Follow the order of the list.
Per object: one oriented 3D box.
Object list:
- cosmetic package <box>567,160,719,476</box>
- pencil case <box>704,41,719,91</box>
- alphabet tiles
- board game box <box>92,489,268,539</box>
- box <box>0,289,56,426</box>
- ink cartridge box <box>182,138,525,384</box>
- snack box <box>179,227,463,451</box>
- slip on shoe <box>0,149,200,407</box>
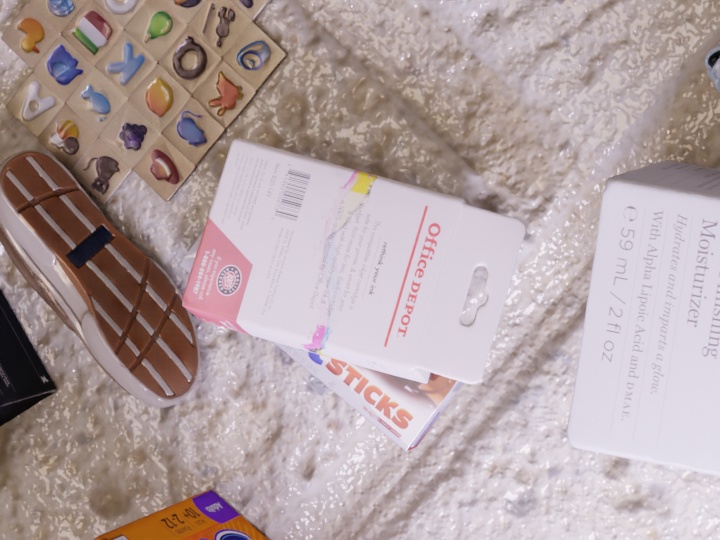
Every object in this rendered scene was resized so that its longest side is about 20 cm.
[{"bbox_3d":[0.247,0.034,1.584,0.199,0.165,0.166,10,99,18],"label":"cosmetic package"},{"bbox_3d":[0.297,-0.169,1.593,0.091,0.083,0.200,37,105,-11],"label":"pencil case"},{"bbox_3d":[-0.148,-0.151,1.787,0.166,0.006,0.200,43,106,10],"label":"alphabet tiles"},{"bbox_3d":[-0.116,0.293,1.710,0.200,0.200,0.200,40,105,11],"label":"board game box"},{"bbox_3d":[-0.309,0.021,1.785,0.079,0.141,0.200,-32,84,21],"label":"box"},{"bbox_3d":[0.000,0.000,1.696,0.199,0.068,0.117,16,82,11],"label":"ink cartridge box"},{"bbox_3d":[-0.022,0.029,1.749,0.200,0.024,0.072,39,102,12],"label":"snack box"},{"bbox_3d":[-0.184,0.011,1.788,0.200,0.076,0.061,49,147,1],"label":"slip on shoe"}]
